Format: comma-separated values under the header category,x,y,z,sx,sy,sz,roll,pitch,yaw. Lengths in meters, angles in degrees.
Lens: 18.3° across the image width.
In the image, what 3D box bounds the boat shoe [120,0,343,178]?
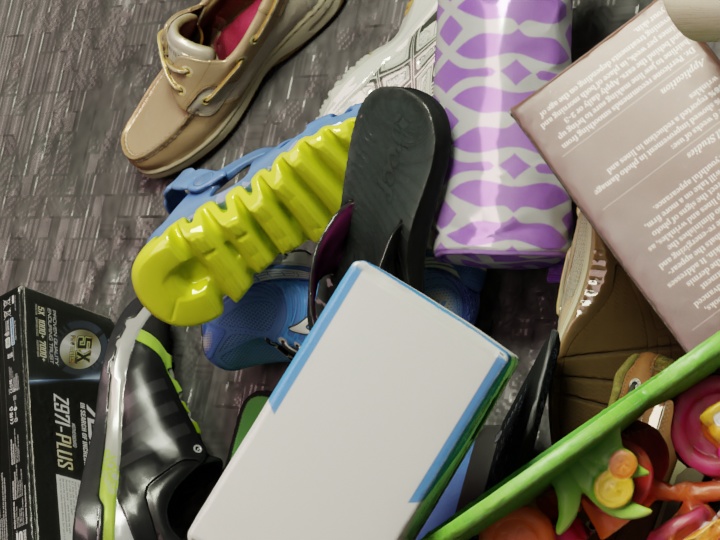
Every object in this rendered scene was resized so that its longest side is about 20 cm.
category,x,y,z,sx,sy,sz,roll,pitch,yaw
boat shoe,-0.098,-0.144,1.454,0.200,0.069,0.074,-46,49,19

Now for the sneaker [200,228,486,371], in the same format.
category,x,y,z,sx,sy,sz,roll,pitch,yaw
sneaker,-0.017,0.036,1.307,0.200,0.079,0.089,-14,63,38

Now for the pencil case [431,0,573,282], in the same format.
category,x,y,z,sx,sy,sz,roll,pitch,yaw
pencil case,0.083,-0.097,1.229,0.084,0.085,0.200,1,85,47

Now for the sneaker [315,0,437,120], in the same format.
category,x,y,z,sx,sy,sz,roll,pitch,yaw
sneaker,0.043,-0.099,1.307,0.088,0.076,0.200,41,103,43

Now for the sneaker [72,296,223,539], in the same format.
category,x,y,z,sx,sy,sz,roll,pitch,yaw
sneaker,-0.125,0.110,1.398,0.083,0.072,0.200,7,60,1

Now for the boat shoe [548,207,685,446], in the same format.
category,x,y,z,sx,sy,sz,roll,pitch,yaw
boat shoe,0.139,0.015,1.188,0.072,0.065,0.200,6,93,-1

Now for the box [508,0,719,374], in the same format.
category,x,y,z,sx,sy,sz,roll,pitch,yaw
box,0.172,-0.024,1.091,0.100,0.075,0.200,-36,68,7

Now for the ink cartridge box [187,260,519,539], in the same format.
category,x,y,z,sx,sy,sz,roll,pitch,yaw
ink cartridge box,0.004,0.080,1.054,0.084,0.200,0.145,32,91,6

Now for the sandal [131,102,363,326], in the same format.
category,x,y,z,sx,sy,sz,roll,pitch,yaw
sandal,-0.043,-0.049,1.280,0.200,0.080,0.087,-24,32,6

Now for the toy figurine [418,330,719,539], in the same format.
category,x,y,z,sx,sy,sz,roll,pitch,yaw
toy figurine,0.152,0.145,1.003,0.200,0.150,0.184,-37,84,13

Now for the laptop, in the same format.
category,x,y,z,sx,sy,sz,roll,pitch,yaw
laptop,0.019,0.133,1.182,0.200,0.103,0.178,108,179,-62

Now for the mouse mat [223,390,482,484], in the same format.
category,x,y,z,sx,sy,sz,roll,pitch,yaw
mouse mat,-0.019,0.156,1.312,0.200,0.008,0.161,6,78,43

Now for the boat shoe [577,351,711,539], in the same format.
category,x,y,z,sx,sy,sz,roll,pitch,yaw
boat shoe,0.126,0.136,1.122,0.068,0.072,0.200,22,71,20

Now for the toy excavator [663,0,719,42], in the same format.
category,x,y,z,sx,sy,sz,roll,pitch,yaw
toy excavator,0.224,-0.180,1.087,0.100,0.200,0.195,5,77,43

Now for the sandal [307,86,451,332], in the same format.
category,x,y,z,sx,sy,sz,roll,pitch,yaw
sandal,-0.001,-0.001,1.210,0.075,0.048,0.201,16,104,39

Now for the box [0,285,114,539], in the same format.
category,x,y,z,sx,sy,sz,roll,pitch,yaw
box,-0.239,0.137,1.462,0.164,0.086,0.200,-27,57,32
